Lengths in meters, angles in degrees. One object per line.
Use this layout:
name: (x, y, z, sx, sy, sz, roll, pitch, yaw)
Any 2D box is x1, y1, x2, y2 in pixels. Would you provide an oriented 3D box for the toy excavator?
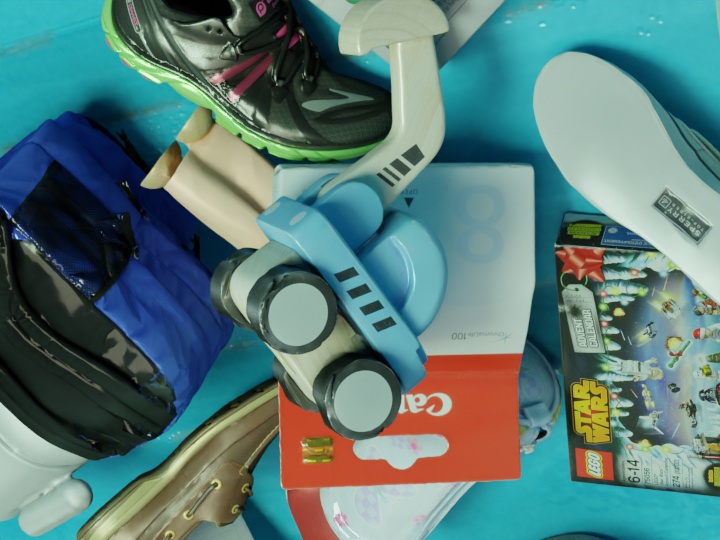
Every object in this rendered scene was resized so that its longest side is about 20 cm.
toy excavator: (0.004, -0.034, 1.119, 0.195, 0.200, 0.100, 54, 168, -19)

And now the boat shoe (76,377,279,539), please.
boat shoe: (-0.106, 0.147, 1.363, 0.200, 0.072, 0.068, -40, 92, -1)

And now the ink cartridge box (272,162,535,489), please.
ink cartridge box: (0.027, 0.034, 1.193, 0.159, 0.047, 0.202, -1, 90, -9)

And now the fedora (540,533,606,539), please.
fedora: (0.140, 0.262, 1.397, 0.177, 0.090, 0.200, 38, 123, -12)

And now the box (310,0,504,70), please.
box: (0.007, -0.221, 1.110, 0.200, 0.041, 0.156, 39, 128, -10)

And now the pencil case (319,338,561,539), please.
pencil case: (0.053, 0.120, 1.325, 0.091, 0.083, 0.200, 50, 130, 8)

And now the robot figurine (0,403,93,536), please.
robot figurine: (-0.250, 0.109, 1.406, 0.200, 0.113, 0.170, -38, 77, 37)

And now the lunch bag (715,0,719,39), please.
lunch bag: (0.281, -0.115, 1.042, 0.169, 0.122, 0.201, 2, 136, 16)

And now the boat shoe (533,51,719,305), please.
boat shoe: (0.187, -0.054, 1.152, 0.200, 0.066, 0.072, 42, 108, 14)

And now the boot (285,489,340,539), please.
boot: (-0.005, 0.249, 1.406, 0.072, 0.145, 0.201, -16, 118, 29)

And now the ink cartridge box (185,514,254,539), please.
ink cartridge box: (-0.108, 0.267, 1.421, 0.059, 0.103, 0.201, -41, 73, 46)

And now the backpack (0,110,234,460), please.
backpack: (-0.179, 0.011, 1.266, 0.200, 0.168, 0.162, 47, 140, -13)

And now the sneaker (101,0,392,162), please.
sneaker: (-0.063, -0.132, 1.181, 0.199, 0.077, 0.084, 26, 128, -5)

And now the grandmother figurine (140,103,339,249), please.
grandmother figurine: (-0.044, -0.016, 1.231, 0.200, 0.061, 0.121, 37, 122, -5)

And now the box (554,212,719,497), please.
box: (0.200, 0.059, 1.254, 0.136, 0.040, 0.201, 4, 127, 18)
